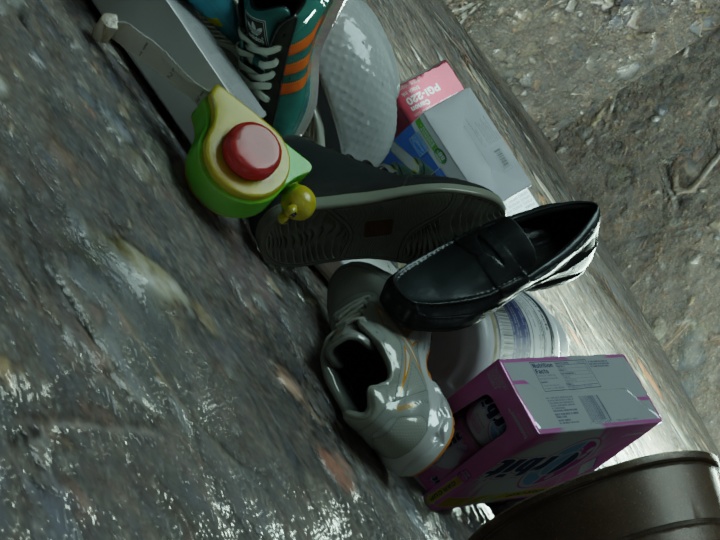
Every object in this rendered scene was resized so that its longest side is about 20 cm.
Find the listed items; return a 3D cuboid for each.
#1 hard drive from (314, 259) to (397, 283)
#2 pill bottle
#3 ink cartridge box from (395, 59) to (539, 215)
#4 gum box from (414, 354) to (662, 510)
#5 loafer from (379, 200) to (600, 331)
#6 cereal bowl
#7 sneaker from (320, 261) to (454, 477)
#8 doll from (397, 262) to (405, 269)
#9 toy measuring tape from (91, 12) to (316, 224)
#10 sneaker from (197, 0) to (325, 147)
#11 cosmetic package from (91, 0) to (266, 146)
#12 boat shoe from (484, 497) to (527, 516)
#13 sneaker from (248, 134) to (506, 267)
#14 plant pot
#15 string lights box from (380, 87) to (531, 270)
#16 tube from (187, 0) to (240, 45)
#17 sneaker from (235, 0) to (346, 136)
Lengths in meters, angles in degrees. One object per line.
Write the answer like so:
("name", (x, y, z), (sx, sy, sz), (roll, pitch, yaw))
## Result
("hard drive", (0.000, 0.000, 1.437), (0.200, 0.026, 0.132), (49, 14, -31))
("pill bottle", (0.095, 0.063, 1.374), (0.200, 0.111, 0.111), (10, 47, -60))
("ink cartridge box", (0.077, -0.079, 1.643), (0.200, 0.085, 0.146), (56, -33, 3))
("gum box", (0.129, 0.123, 1.295), (0.200, 0.113, 0.066), (3, 53, -52))
("loafer", (0.099, -0.009, 1.256), (0.201, 0.070, 0.068), (-19, 55, -35))
("cereal bowl", (-0.024, -0.177, 1.457), (0.200, 0.083, 0.200), (59, -15, 25))
("sneaker", (0.006, 0.052, 1.226), (0.092, 0.076, 0.200), (41, 18, -39))
("doll", (0.098, -0.013, 1.411), (0.200, 0.136, 0.048), (-2, 91, -75))
("toy measuring tape", (-0.116, -0.095, 1.173), (0.200, 0.074, 0.074), (38, 15, -8))
("sneaker", (-0.087, -0.163, 1.407), (0.200, 0.075, 0.085), (61, 8, 4))
("cosmetic package", (-0.150, -0.181, 1.250), (0.200, 0.051, 0.083), (56, 8, -5))
("boat shoe", (0.126, 0.149, 1.441), (0.065, 0.073, 0.200), (55, 11, -34))
("sneaker", (0.008, -0.063, 1.291), (0.106, 0.200, 0.075), (-114, -150, -47))
("plant pot", (0.199, 0.259, 1.201), (0.200, 0.200, 0.198), (35, 32, -60))
("string lights box", (0.063, -0.074, 1.525), (0.103, 0.059, 0.200), (57, -29, 4))
("tube", (-0.124, -0.228, 1.254), (0.200, 0.050, 0.077), (41, 37, -73))
("sneaker", (-0.069, -0.176, 1.305), (0.071, 0.200, 0.080), (27, 15, 31))
